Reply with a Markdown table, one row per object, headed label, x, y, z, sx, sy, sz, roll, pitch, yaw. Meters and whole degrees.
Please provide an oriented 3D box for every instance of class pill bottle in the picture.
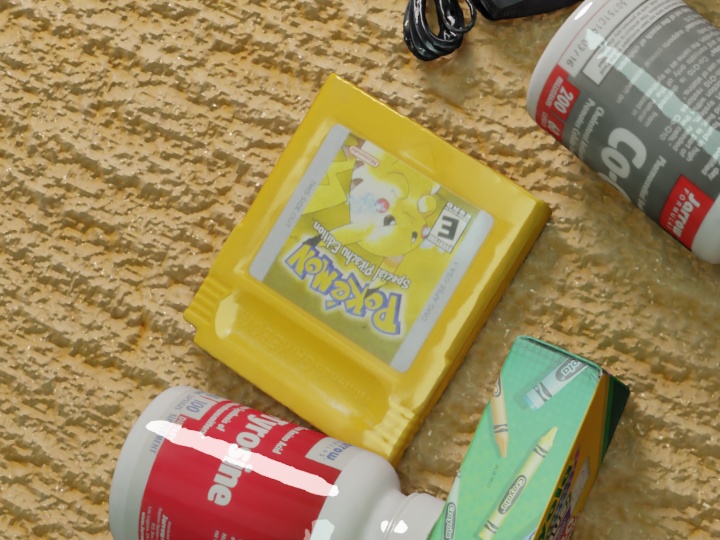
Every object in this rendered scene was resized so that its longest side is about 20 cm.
| label | x | y | z | sx | sy | sz | roll | pitch | yaw |
| --- | --- | --- | --- | --- | --- | --- | --- | --- | --- |
| pill bottle | 0.206 | -0.078 | 1.162 | 0.200 | 0.114 | 0.114 | 42 | 94 | 18 |
| pill bottle | -0.046 | 0.153 | 1.197 | 0.198 | 0.112 | 0.113 | 18 | 86 | 18 |

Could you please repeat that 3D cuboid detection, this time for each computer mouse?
| label | x | y | z | sx | sy | sz | roll | pitch | yaw |
| --- | --- | --- | --- | --- | --- | --- | --- | --- | --- |
| computer mouse | 0.119 | -0.217 | 1.247 | 0.198 | 0.053 | 0.140 | -12 | 77 | 25 |

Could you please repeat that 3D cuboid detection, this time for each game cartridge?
| label | x | y | z | sx | sy | sz | roll | pitch | yaw |
| --- | --- | --- | --- | --- | --- | --- | --- | --- | --- |
| game cartridge | 0.000 | 0.000 | 1.252 | 0.175 | 0.032 | 0.201 | 32 | 90 | 18 |

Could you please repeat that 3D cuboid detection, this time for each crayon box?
| label | x | y | z | sx | sy | sz | roll | pitch | yaw |
| --- | --- | --- | --- | --- | --- | --- | --- | --- | --- |
| crayon box | 0.091 | 0.146 | 1.156 | 0.058 | 0.119 | 0.202 | 23 | 88 | 18 |
